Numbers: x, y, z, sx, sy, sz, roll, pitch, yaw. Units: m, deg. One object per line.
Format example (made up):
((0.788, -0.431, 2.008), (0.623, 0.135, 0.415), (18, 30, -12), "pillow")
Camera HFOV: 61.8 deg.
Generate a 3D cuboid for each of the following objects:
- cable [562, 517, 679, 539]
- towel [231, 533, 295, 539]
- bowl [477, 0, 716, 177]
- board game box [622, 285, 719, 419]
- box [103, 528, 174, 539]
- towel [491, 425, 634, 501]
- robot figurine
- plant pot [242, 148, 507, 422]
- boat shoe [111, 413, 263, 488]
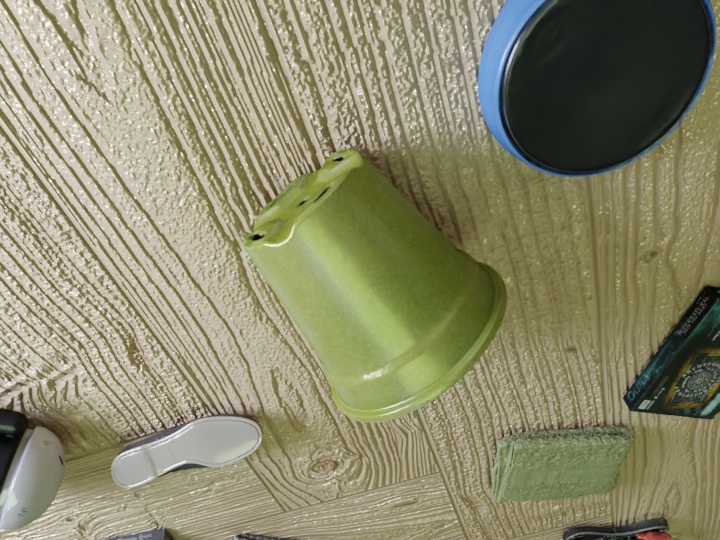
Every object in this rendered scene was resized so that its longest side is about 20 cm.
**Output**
((0.453, 0.463, 1.030), (0.199, 0.050, 0.097), (8, 125, -14), "cable")
((-0.143, 0.511, 0.982), (0.199, 0.086, 0.166), (15, 126, -19), "towel")
((0.204, -0.171, 0.518), (0.199, 0.039, 0.201), (-3, 128, -4), "bowl")
((0.448, 0.113, 0.773), (0.134, 0.028, 0.201), (9, 125, -14), "board game box")
((-0.379, 0.488, 0.955), (0.199, 0.050, 0.158), (-13, 128, 3), "box")
((0.292, 0.284, 0.884), (0.199, 0.037, 0.149), (-3, 127, -3), "towel")
((-0.454, 0.228, 0.701), (0.199, 0.125, 0.150), (19, 153, -20), "robot figurine")
((0.000, 0.000, 0.548), (0.200, 0.201, 0.184), (-32, 114, 18), "plant pot")
((-0.219, 0.224, 0.775), (0.199, 0.057, 0.067), (-17, 92, 2), "boat shoe")
